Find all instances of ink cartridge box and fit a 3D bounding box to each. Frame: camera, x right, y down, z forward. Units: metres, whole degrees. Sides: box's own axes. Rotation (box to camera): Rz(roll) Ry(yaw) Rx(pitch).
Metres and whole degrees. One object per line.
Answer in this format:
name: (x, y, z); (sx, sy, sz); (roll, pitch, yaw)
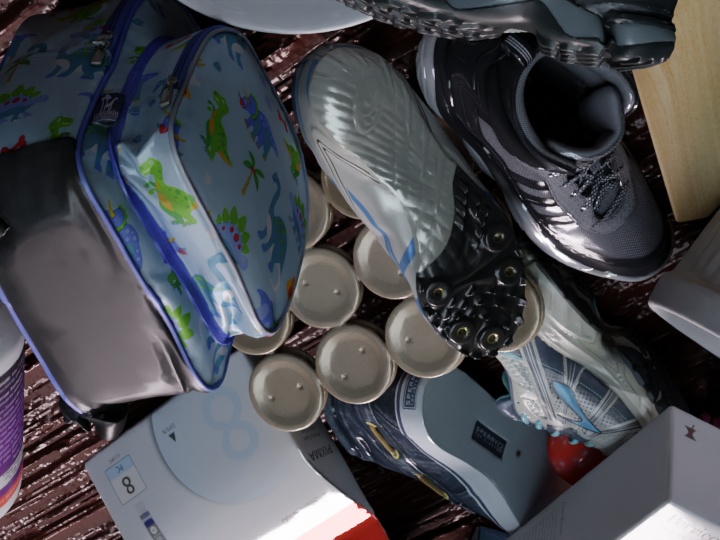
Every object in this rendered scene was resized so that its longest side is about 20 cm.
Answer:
ink cartridge box: (-0.073, 0.169, 1.155); (0.160, 0.047, 0.201); (-36, 78, 29)

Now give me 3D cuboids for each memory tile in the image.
memory tile: (0.000, 0.000, 1.058); (0.199, 0.017, 0.154); (-21, 96, 24)

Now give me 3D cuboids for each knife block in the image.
knife block: (0.158, -0.141, 0.935); (0.175, 0.064, 0.200); (24, 128, -12)

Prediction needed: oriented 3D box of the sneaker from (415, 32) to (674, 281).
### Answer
sneaker: (0.118, -0.059, 0.965); (0.076, 0.114, 0.200); (-48, 113, -7)

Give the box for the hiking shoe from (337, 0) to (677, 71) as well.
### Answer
hiking shoe: (0.060, -0.156, 0.864); (0.199, 0.074, 0.087); (13, 90, -1)

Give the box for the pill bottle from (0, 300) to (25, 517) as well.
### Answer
pill bottle: (-0.266, 0.065, 1.121); (0.111, 0.112, 0.201); (10, 129, -1)

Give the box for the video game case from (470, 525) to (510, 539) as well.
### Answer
video game case: (0.148, 0.282, 1.290); (0.199, 0.046, 0.182); (16, 128, -6)

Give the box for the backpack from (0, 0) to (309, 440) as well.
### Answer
backpack: (-0.111, -0.049, 0.954); (0.146, 0.201, 0.183); (-14, 130, 17)

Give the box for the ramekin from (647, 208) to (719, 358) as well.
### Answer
ramekin: (0.264, 0.026, 0.959); (0.200, 0.200, 0.105); (32, 90, -18)

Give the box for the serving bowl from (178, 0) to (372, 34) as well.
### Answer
serving bowl: (-0.035, -0.220, 0.889); (0.199, 0.066, 0.201); (1, 129, 1)

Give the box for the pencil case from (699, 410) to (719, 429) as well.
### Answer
pencil case: (0.303, 0.090, 1.085); (0.199, 0.094, 0.091); (-26, 100, 24)

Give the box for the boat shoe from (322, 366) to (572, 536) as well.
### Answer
boat shoe: (0.060, 0.115, 1.159); (0.091, 0.071, 0.200); (1, 148, 41)

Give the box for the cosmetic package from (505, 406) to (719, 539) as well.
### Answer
cosmetic package: (0.169, 0.175, 1.083); (0.101, 0.071, 0.200); (26, 136, -15)

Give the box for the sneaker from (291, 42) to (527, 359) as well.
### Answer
sneaker: (0.030, -0.041, 1.001); (0.072, 0.072, 0.201); (-33, 104, -4)

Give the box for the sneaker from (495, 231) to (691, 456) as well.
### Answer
sneaker: (0.133, 0.069, 1.097); (0.086, 0.078, 0.200); (-36, 106, 22)

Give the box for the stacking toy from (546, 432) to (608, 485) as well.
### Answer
stacking toy: (0.195, 0.163, 1.169); (0.085, 0.086, 0.200); (-33, 115, 28)
